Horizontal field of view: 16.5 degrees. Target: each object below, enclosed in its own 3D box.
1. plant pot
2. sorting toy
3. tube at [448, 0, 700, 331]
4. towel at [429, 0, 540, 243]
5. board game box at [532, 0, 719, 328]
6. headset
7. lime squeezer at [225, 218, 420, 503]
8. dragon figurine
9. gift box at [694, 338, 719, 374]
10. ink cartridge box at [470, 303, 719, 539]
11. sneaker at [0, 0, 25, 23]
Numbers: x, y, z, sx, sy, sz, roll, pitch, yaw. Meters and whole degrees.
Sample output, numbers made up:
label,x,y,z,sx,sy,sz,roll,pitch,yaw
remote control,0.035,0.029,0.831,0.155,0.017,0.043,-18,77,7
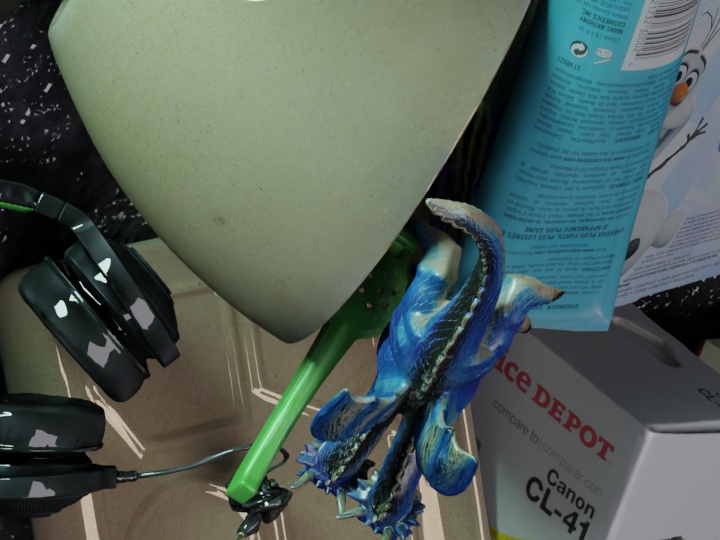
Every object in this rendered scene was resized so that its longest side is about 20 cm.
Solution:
label,x,y,z,sx,sy,sz,roll,pitch,yaw
plant pot,-0.035,-0.092,0.911,0.134,0.200,0.201,29,103,-10
sorting toy,-0.048,0.072,1.056,0.199,0.036,0.186,-12,98,-23
tube,0.079,-0.049,0.892,0.077,0.051,0.201,3,131,-13
towel,0.067,-0.056,1.014,0.144,0.023,0.200,-55,163,-33
board game box,0.149,-0.088,0.996,0.199,0.043,0.200,-14,131,-44
headset,-0.116,0.045,0.978,0.199,0.094,0.124,30,87,-7
lime squeezer,0.000,0.000,0.976,0.038,0.201,0.071,23,140,-6
dragon figurine,0.021,0.041,0.865,0.059,0.200,0.100,26,76,0
gift box,0.227,0.139,1.224,0.200,0.186,0.185,5,116,-57
ink cartridge box,0.083,0.119,1.132,0.085,0.148,0.201,-2,119,-38
sneaker,-0.178,-0.061,0.865,0.199,0.116,0.075,-31,132,-12
